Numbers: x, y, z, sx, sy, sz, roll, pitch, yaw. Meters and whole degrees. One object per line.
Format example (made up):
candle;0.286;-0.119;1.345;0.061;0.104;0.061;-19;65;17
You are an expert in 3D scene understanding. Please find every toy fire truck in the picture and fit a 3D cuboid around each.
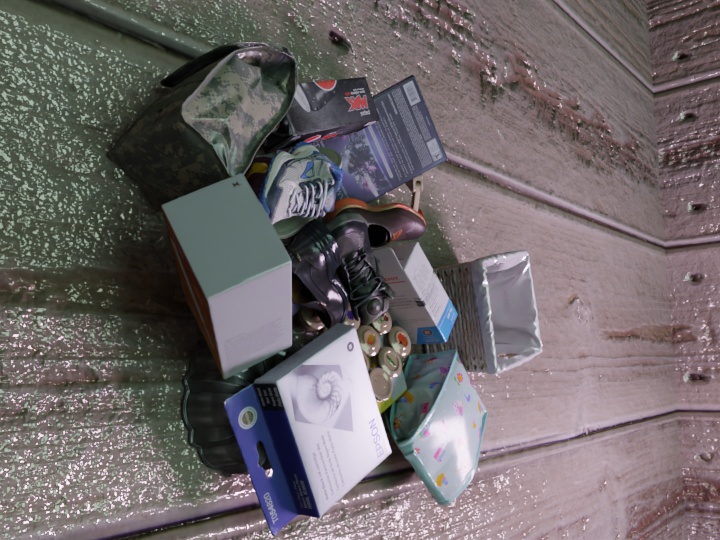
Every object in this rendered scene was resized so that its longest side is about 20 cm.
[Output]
toy fire truck;0.083;-0.166;1.193;0.047;0.202;0.144;-7;60;-10

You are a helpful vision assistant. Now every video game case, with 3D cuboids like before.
video game case;0.024;-0.193;1.107;0.145;0.197;0.019;62;0;-22

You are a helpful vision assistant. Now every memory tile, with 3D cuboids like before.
memory tile;-0.004;0.089;1.083;0.201;0.017;0.154;49;42;-12

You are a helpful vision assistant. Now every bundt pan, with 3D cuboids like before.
bundt pan;-0.132;0.166;0.919;0.199;0.074;0.208;10;78;-50

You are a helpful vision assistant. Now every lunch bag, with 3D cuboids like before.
lunch bag;0.126;0.267;1.194;0.172;0.120;0.202;58;39;-28
lunch bag;-0.179;-0.189;0.844;0.118;0.161;0.202;51;49;-29

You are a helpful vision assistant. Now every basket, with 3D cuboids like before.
basket;0.219;0.075;1.307;0.196;0.158;0.206;-10;93;-51

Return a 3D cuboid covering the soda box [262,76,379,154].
soda box;-0.060;-0.220;0.979;0.198;0.062;0.072;-25;96;-51

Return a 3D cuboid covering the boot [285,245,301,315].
boot;-0.099;-0.020;1.015;0.202;0.073;0.099;-62;153;-44

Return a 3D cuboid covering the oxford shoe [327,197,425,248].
oxford shoe;0.038;-0.063;1.134;0.196;0.072;0.073;1;42;-39

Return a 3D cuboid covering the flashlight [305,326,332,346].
flashlight;-0.014;0.182;1.000;0.067;0.067;0.204;-35;111;-41

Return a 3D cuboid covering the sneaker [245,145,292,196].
sneaker;-0.140;-0.163;0.973;0.090;0.074;0.202;48;45;-20

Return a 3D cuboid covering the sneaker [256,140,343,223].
sneaker;-0.069;-0.103;0.867;0.084;0.078;0.201;27;31;3

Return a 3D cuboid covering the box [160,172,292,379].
box;-0.144;0.013;0.794;0.096;0.202;0.126;-24;64;-19

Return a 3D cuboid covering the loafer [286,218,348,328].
loafer;-0.065;0.019;0.949;0.072;0.073;0.202;-36;144;-19

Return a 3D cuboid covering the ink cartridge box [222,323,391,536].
ink cartridge box;-0.058;0.202;0.896;0.198;0.040;0.204;-32;114;-36

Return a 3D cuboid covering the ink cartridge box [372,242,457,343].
ink cartridge box;0.064;0.026;1.154;0.202;0.114;0.068;58;45;-28

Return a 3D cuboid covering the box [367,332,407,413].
box;-0.007;0.180;1.097;0.199;0.047;0.120;-30;108;-51

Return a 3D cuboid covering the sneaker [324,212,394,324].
sneaker;0.000;0.000;0.991;0.116;0.075;0.200;59;-7;26

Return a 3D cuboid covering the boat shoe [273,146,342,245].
boat shoe;-0.077;-0.092;0.973;0.061;0.070;0.203;103;12;-44
